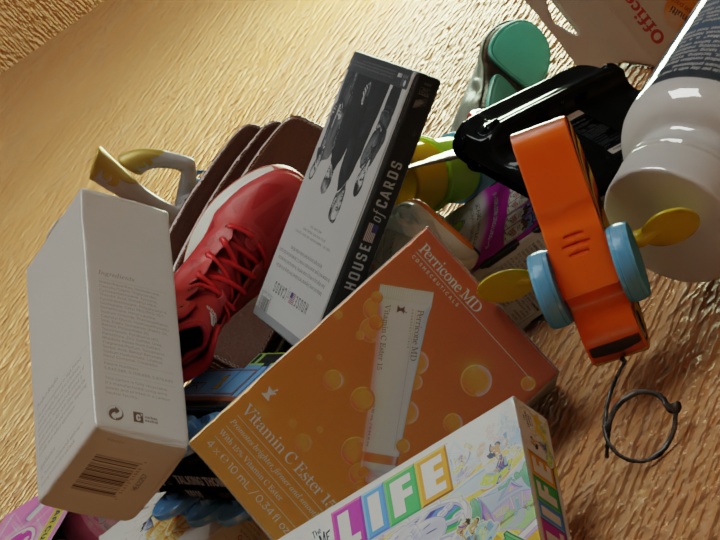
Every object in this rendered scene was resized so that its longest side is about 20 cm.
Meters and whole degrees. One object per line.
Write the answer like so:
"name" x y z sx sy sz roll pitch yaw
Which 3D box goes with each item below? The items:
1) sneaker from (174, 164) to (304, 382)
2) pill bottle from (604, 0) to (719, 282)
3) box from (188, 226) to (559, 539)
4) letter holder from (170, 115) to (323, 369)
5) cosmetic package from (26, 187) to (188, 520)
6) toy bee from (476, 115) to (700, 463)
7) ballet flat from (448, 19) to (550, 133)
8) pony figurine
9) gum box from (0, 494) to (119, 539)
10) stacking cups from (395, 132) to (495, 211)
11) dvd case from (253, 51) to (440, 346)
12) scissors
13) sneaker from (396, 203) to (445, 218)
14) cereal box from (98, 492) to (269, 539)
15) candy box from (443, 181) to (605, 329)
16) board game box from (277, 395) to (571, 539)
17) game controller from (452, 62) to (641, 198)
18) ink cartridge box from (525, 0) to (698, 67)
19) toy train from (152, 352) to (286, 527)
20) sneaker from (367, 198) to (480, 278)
"sneaker" -0.094 0.015 1.721 0.200 0.078 0.115 -52 19 -3
"pill bottle" 0.231 -0.091 1.520 0.119 0.120 0.200 -23 24 48
"box" 0.010 0.088 1.511 0.200 0.124 0.097 -43 -7 -3
"letter holder" -0.091 -0.022 1.901 0.201 0.142 0.101 -61 -12 -12
"cosmetic package" -0.172 0.056 1.635 0.102 0.074 0.201 -49 36 42
"toy bee" 0.134 0.014 1.444 0.130 0.201 0.109 2 -6 14
"ballet flat" 0.110 -0.147 2.037 0.064 0.067 0.200 -40 15 31
"pony figurine" -0.144 -0.006 2.018 0.167 0.199 0.194 -94 22 -64
"gum box" -0.249 0.246 1.838 0.113 0.066 0.200 -32 19 34
"stacking cups" 0.080 -0.081 1.801 0.060 0.061 0.200 -27 -7 39
"dvd case" -0.012 -0.046 1.646 0.201 0.025 0.150 -69 18 4
"scissors" 0.091 -0.087 1.724 0.200 0.073 0.014 -38 -37 -67
"sneaker" 0.022 -0.017 1.862 0.089 0.074 0.200 -59 -8 0
"cereal box" -0.103 0.173 1.742 0.200 0.040 0.144 -39 19 7
"candy box" 0.089 0.000 1.715 0.200 0.061 0.137 -34 18 22
"board game box" 0.028 0.176 1.363 0.200 0.034 0.135 -34 42 25
"game controller" 0.149 -0.093 1.679 0.200 0.104 0.042 -29 -29 -50
"ink cartridge box" 0.228 -0.259 1.940 0.200 0.129 0.125 -44 17 -7
"toy train" -0.093 0.115 1.670 0.114 0.087 0.200 -42 16 -24
"sneaker" 0.000 0.000 1.687 0.092 0.076 0.200 -52 18 -14
